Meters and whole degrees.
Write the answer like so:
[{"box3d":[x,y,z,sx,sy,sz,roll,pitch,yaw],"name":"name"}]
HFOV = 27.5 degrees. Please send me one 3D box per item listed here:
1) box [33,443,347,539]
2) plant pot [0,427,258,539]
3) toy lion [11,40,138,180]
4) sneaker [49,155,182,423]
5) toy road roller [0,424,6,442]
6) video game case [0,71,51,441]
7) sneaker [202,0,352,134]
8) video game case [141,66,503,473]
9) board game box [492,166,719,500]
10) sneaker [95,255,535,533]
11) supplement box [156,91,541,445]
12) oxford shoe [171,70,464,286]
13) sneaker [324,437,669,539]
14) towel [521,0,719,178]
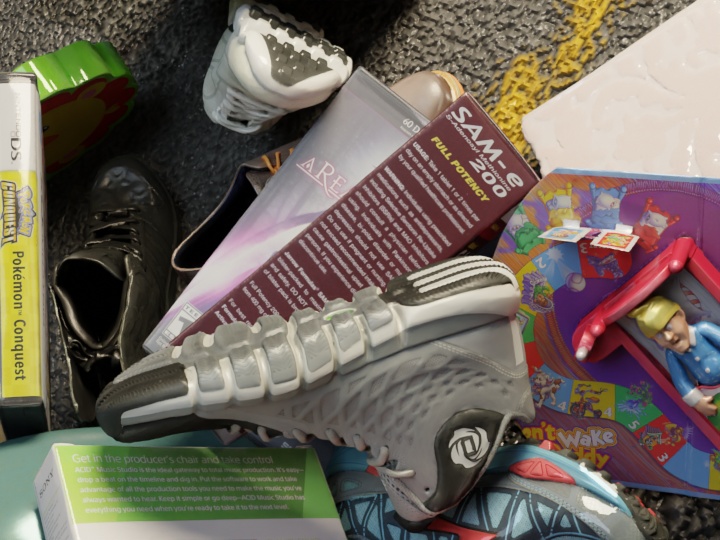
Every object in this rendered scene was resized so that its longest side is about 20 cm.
[{"box3d":[-0.057,0.168,0.662,0.036,0.144,0.200,-54,44,38],"name":"box"},{"box3d":[-0.151,0.172,0.763,0.200,0.161,0.201,-15,69,46],"name":"plant pot"},{"box3d":[-0.238,-0.073,0.966,0.069,0.192,0.200,55,147,7],"name":"toy lion"},{"box3d":[-0.148,0.004,0.893,0.060,0.104,0.200,-10,67,8],"name":"sneaker"},{"box3d":[-0.316,0.133,0.930,0.200,0.146,0.123,-27,59,22],"name":"toy road roller"},{"box3d":[-0.191,0.010,0.842,0.025,0.200,0.181,-2,73,-10],"name":"video game case"},{"box3d":[-0.056,-0.113,0.871,0.081,0.075,0.200,-60,13,10],"name":"sneaker"},{"box3d":[-0.006,0.009,0.816,0.143,0.019,0.200,39,96,7],"name":"video game case"},{"box3d":[0.147,0.038,0.663,0.200,0.039,0.158,6,110,20],"name":"board game box"},{"box3d":[-0.012,0.075,0.671,0.200,0.075,0.116,-17,104,1],"name":"sneaker"},{"box3d":[0.000,0.000,0.751,0.200,0.109,0.061,-41,85,7],"name":"supplement box"},{"box3d":[-0.024,-0.048,0.857,0.200,0.073,0.071,-43,52,11],"name":"oxford shoe"},{"box3d":[0.057,0.139,0.720,0.200,0.079,0.096,-1,54,43],"name":"sneaker"},{"box3d":[0.195,-0.049,0.741,0.191,0.032,0.200,-33,56,20],"name":"towel"}]
